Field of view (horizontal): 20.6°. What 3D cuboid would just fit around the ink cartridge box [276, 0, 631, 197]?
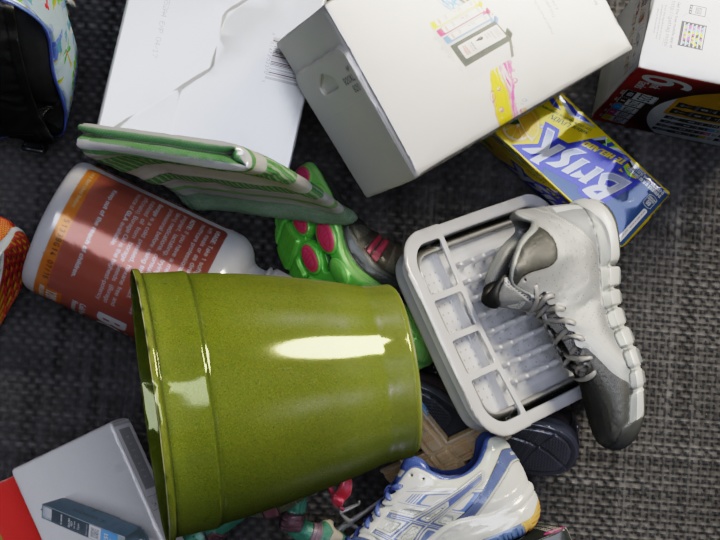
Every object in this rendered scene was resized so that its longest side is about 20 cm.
[{"bbox_3d":[0.067,-0.169,1.502,0.200,0.147,0.145,-31,93,-16],"label":"ink cartridge box"}]

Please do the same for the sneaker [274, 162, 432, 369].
[{"bbox_3d":[0.000,0.000,1.609,0.077,0.084,0.200,-43,71,30],"label":"sneaker"}]

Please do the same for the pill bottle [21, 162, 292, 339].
[{"bbox_3d":[-0.156,0.004,1.570,0.200,0.112,0.112,25,82,0],"label":"pill bottle"}]

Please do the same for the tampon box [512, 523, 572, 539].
[{"bbox_3d":[0.078,0.289,1.532,0.200,0.150,0.126,-20,86,-6],"label":"tampon box"}]

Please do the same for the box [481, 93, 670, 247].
[{"bbox_3d":[0.155,-0.103,1.626,0.200,0.070,0.064,42,83,2],"label":"box"}]

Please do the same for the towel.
[{"bbox_3d":[-0.107,-0.068,1.501,0.153,0.200,0.023,8,80,22],"label":"towel"}]

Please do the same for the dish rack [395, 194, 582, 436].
[{"bbox_3d":[0.113,0.037,1.575,0.200,0.044,0.172,-20,83,-46],"label":"dish rack"}]

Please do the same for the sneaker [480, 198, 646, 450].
[{"bbox_3d":[0.148,0.044,1.535,0.115,0.075,0.200,-2,75,-26],"label":"sneaker"}]

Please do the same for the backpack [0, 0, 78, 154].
[{"bbox_3d":[-0.313,-0.202,1.540,0.183,0.200,0.147,3,63,-2],"label":"backpack"}]

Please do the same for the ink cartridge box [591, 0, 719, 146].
[{"bbox_3d":[0.291,-0.160,1.577,0.176,0.200,0.084,12,83,-1],"label":"ink cartridge box"}]

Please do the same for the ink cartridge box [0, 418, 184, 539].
[{"bbox_3d":[-0.219,0.241,1.540,0.176,0.045,0.200,-26,85,14],"label":"ink cartridge box"}]

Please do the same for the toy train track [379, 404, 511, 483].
[{"bbox_3d":[0.040,0.122,1.562,0.115,0.033,0.200,-29,111,27],"label":"toy train track"}]

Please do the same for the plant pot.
[{"bbox_3d":[-0.060,0.087,1.452,0.193,0.200,0.200,-7,83,-9],"label":"plant pot"}]

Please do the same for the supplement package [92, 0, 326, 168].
[{"bbox_3d":[-0.117,-0.172,1.592,0.156,0.111,0.200,13,83,-7],"label":"supplement package"}]

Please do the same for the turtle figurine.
[{"bbox_3d":[-0.078,0.160,1.566,0.200,0.101,0.150,-21,74,3],"label":"turtle figurine"}]

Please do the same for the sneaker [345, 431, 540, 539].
[{"bbox_3d":[0.034,0.189,1.531,0.200,0.075,0.088,-22,94,-7],"label":"sneaker"}]

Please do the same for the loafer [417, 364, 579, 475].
[{"bbox_3d":[0.080,0.113,1.607,0.200,0.063,0.072,15,125,1],"label":"loafer"}]

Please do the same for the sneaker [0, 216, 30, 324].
[{"bbox_3d":[-0.335,0.046,1.584,0.077,0.073,0.200,25,80,24],"label":"sneaker"}]
